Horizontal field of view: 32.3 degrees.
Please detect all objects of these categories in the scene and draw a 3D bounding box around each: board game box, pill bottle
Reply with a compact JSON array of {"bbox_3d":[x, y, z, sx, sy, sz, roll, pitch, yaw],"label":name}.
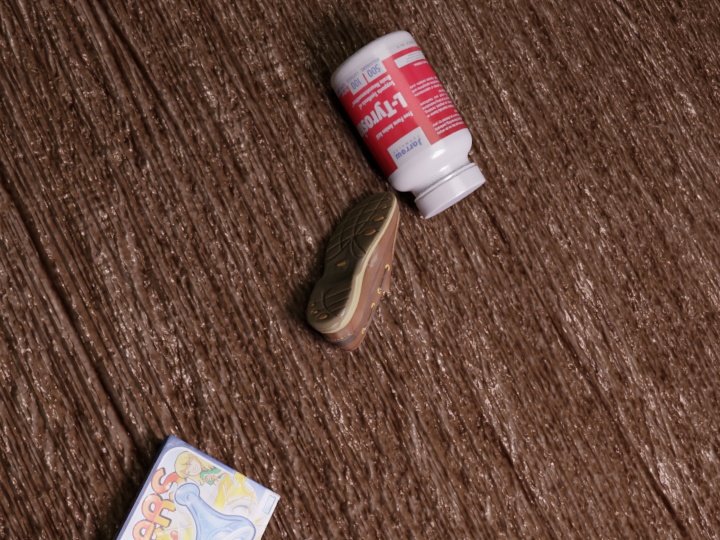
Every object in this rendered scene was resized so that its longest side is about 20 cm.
[{"bbox_3d":[-0.182,0.286,1.250,0.134,0.034,0.202,30,65,-11],"label":"board game box"},{"bbox_3d":[0.059,-0.167,1.451,0.112,0.112,0.201,-29,86,-27],"label":"pill bottle"}]

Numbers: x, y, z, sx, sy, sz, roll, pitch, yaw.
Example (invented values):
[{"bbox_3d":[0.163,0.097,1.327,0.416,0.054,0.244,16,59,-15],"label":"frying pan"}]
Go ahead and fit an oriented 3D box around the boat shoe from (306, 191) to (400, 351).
[{"bbox_3d":[0.000,0.000,1.406,0.068,0.071,0.202,52,47,-38],"label":"boat shoe"}]
